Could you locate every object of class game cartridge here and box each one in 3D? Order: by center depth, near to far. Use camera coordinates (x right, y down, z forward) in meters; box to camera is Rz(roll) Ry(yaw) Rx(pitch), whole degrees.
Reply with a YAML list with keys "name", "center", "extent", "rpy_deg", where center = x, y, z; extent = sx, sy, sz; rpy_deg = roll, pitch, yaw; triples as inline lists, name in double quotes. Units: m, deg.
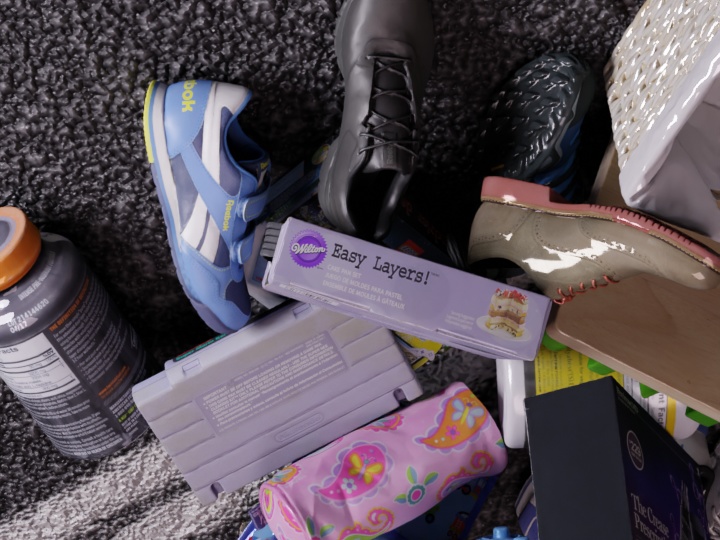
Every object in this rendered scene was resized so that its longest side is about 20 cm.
- name: "game cartridge"
  center: [-0.064, 0.091, 1.619]
  extent: [0.199, 0.038, 0.130]
  rpy_deg: [-27, 124, 2]

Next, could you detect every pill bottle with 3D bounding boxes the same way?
- name: "pill bottle"
  center: [-0.237, 0.044, 1.597]
  extent: [0.106, 0.107, 0.200]
  rpy_deg: [-19, 128, 14]
- name: "pill bottle"
  center: [0.209, 0.081, 1.645]
  extent: [0.198, 0.112, 0.112]
  rpy_deg: [-2, 131, -1]

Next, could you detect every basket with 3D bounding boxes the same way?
- name: "basket"
  center: [0.296, -0.129, 1.435]
  extent: [0.197, 0.161, 0.201]
  rpy_deg: [19, 125, -18]

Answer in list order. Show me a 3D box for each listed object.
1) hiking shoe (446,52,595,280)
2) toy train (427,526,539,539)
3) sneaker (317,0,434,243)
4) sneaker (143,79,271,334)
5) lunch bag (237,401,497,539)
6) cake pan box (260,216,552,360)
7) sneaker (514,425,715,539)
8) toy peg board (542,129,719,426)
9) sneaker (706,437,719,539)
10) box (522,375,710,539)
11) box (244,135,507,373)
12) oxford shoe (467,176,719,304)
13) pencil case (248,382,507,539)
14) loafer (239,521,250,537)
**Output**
- name: "hiking shoe"
  center: [0.132, -0.078, 1.547]
  extent: [0.086, 0.075, 0.201]
  rpy_deg: [-4, 134, -35]
- name: "toy train"
  center: [0.094, 0.248, 1.604]
  extent: [0.113, 0.200, 0.087]
  rpy_deg: [-3, 89, -13]
- name: "sneaker"
  center: [0.018, -0.111, 1.468]
  extent: [0.075, 0.091, 0.201]
  rpy_deg: [1, 111, -11]
- name: "sneaker"
  center: [-0.101, -0.046, 1.521]
  extent: [0.082, 0.074, 0.201]
  rpy_deg: [-10, 115, 5]
- name: "lunch bag"
  center: [0.011, 0.196, 1.714]
  extent: [0.150, 0.094, 0.201]
  rpy_deg: [34, 83, -16]
- name: "cake pan box"
  center: [0.023, 0.015, 1.479]
  extent: [0.199, 0.184, 0.053]
  rpy_deg: [17, 85, -3]
- name: "sneaker"
  center: [0.219, 0.195, 1.734]
  extent: [0.080, 0.116, 0.199]
  rpy_deg: [28, 125, -35]
- name: "toy peg board"
  center: [0.237, 0.008, 1.553]
  extent: [0.199, 0.200, 0.098]
  rpy_deg: [26, 158, -13]
- name: "sneaker"
  center: [0.316, 0.215, 1.761]
  extent: [0.075, 0.116, 0.200]
  rpy_deg: [24, 126, -21]
- name: "box"
  center: [0.200, 0.185, 1.571]
  extent: [0.078, 0.142, 0.200]
  rpy_deg: [-19, 149, 21]
- name: "box"
  center: [0.000, 0.000, 1.614]
  extent: [0.136, 0.038, 0.200]
  rpy_deg: [-37, 123, 25]
- name: "oxford shoe"
  center: [0.162, -0.007, 1.435]
  extent: [0.199, 0.075, 0.070]
  rpy_deg: [17, 175, 38]
- name: "pencil case"
  center: [0.016, 0.164, 1.635]
  extent: [0.199, 0.087, 0.088]
  rpy_deg: [-27, 135, -22]
- name: "loafer"
  center: [-0.008, 0.205, 1.779]
  extent: [0.198, 0.072, 0.063]
  rpy_deg: [-6, 114, -5]
